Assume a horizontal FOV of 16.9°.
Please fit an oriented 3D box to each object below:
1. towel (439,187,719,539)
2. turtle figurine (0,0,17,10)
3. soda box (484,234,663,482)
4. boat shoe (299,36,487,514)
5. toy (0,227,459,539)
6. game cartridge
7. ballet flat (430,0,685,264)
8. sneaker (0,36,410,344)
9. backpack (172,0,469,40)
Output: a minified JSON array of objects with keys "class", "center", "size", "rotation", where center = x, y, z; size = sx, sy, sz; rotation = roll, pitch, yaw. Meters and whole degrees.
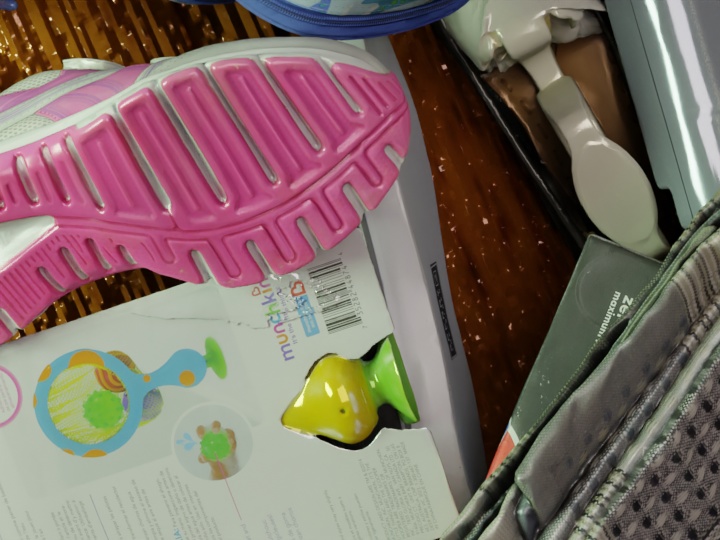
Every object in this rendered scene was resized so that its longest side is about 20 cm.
[{"class":"towel","center":[0.133,0.089,0.808],"size":[0.193,0.034,0.200],"rotation":[-50,120,-18]},{"class":"turtle figurine","center":[-0.202,-0.086,0.777],"size":[0.199,0.194,0.145],"rotation":[2,86,-11]},{"class":"soda box","center":[0.073,0.095,0.844],"size":[0.070,0.063,0.201],"rotation":[21,82,12]},{"class":"boat shoe","center":[0.000,0.000,0.886],"size":[0.056,0.069,0.201],"rotation":[-12,87,13]},{"class":"toy","center":[-0.075,0.064,0.856],"size":[0.199,0.047,0.116],"rotation":[-17,104,9]},{"class":"game cartridge","center":[0.179,-0.099,0.925],"size":[0.199,0.040,0.134],"rotation":[-16,86,-36]},{"class":"ballet flat","center":[0.076,-0.074,0.906],"size":[0.068,0.068,0.201],"rotation":[-32,93,6]},{"class":"sneaker","center":[-0.078,-0.040,0.826],"size":[0.199,0.088,0.082],"rotation":[-14,118,12]},{"class":"backpack","center":[-0.024,-0.175,0.831],"size":[0.183,0.147,0.200],"rotation":[-27,77,-47]}]
